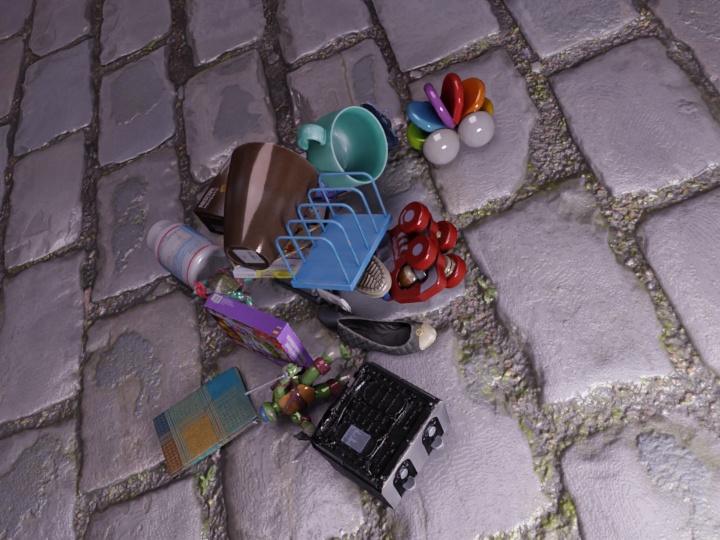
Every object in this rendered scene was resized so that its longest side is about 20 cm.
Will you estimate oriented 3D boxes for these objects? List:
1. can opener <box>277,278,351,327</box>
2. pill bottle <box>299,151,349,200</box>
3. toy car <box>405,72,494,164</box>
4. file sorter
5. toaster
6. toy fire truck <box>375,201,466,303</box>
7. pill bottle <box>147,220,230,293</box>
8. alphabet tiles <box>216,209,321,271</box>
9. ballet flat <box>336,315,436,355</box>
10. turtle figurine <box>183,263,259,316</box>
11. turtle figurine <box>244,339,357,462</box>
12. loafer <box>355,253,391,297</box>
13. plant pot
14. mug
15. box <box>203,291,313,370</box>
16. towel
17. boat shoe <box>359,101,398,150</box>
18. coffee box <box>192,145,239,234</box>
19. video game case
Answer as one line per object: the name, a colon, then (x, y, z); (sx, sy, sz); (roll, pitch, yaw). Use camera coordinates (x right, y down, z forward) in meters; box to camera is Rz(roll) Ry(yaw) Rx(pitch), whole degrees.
can opener: (-0.100, 0.054, 1.588); (0.198, 0.054, 0.067); (22, 66, 36)
pill bottle: (-0.074, -0.215, 1.733); (0.197, 0.120, 0.121); (-22, 49, 7)
toy car: (0.182, -0.341, 1.693); (0.198, 0.151, 0.176); (-25, 49, 4)
file sorter: (-0.053, -0.078, 1.504); (0.137, 0.124, 0.201); (2, 45, 31)
toaster: (0.028, 0.270, 1.326); (0.198, 0.119, 0.182); (24, 67, 35)
toy fire truck: (0.101, -0.020, 1.535); (0.167, 0.111, 0.202); (-36, 45, 31)
pill bottle: (-0.382, -0.037, 1.743); (0.199, 0.109, 0.109); (30, 71, 37)
alphabet tiles: (-0.188, -0.078, 1.624); (0.198, 0.006, 0.167); (-27, 50, -15)
ballet flat: (0.044, 0.118, 1.473); (0.197, 0.057, 0.067); (0, 56, 24)
turtle figurine: (-0.266, 0.037, 1.636); (0.148, 0.101, 0.201); (31, 53, 11)
turtle figurine: (-0.085, 0.225, 1.399); (0.193, 0.200, 0.145); (-34, 83, -9)
loafer: (0.000, 0.000, 1.558); (0.199, 0.068, 0.076); (32, 89, 47)
plant pot: (-0.192, -0.112, 1.546); (0.184, 0.187, 0.203); (2, 62, 25)
mug: (-0.046, -0.254, 1.594); (0.113, 0.185, 0.153); (-6, 44, 49)
box: (-0.195, 0.122, 1.524); (0.198, 0.137, 0.039); (19, 63, 34)
towel: (-0.298, 0.287, 1.525); (0.198, 0.022, 0.147); (-33, 48, 0)
boat shoe: (0.039, -0.312, 1.782); (0.067, 0.085, 0.201); (-6, 40, -9)
coffee box: (-0.277, -0.182, 1.823); (0.113, 0.080, 0.202); (12, 61, 35)
video game case: (-0.162, -0.067, 1.630); (0.177, 0.026, 0.202); (0, 49, 9)
